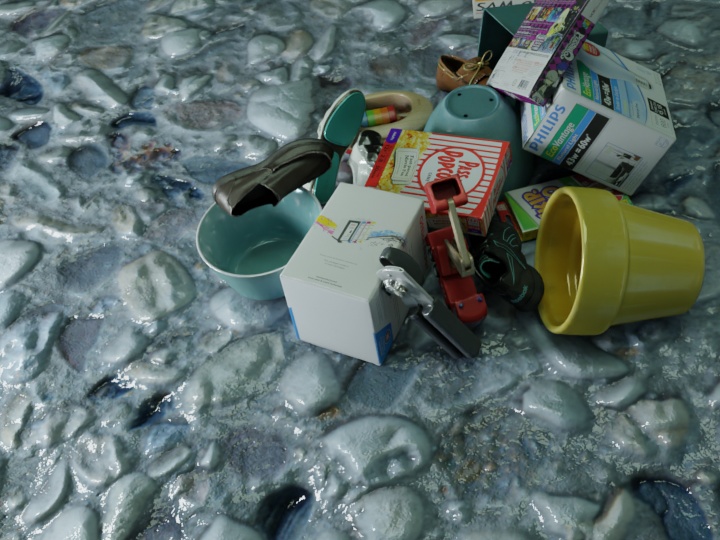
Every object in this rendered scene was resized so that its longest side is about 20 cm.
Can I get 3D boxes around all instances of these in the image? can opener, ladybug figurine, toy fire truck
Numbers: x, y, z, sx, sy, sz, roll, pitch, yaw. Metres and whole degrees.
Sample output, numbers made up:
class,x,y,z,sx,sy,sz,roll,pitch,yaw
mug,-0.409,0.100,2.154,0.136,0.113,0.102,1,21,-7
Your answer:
class,x,y,z,sx,sy,sz,roll,pitch,yaw
can opener,0.096,0.047,1.241,0.052,0.200,0.067,-7,45,48
ladybug figurine,0.032,-0.251,1.600,0.197,0.072,0.137,-8,47,3
toy fire truck,0.134,-0.021,1.276,0.048,0.141,0.203,-17,83,-7

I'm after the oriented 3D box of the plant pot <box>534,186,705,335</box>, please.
class,x,y,z,sx,sy,sz,roll,pitch,yaw
plant pot,0.357,-0.008,1.257,0.186,0.202,0.203,4,47,-8

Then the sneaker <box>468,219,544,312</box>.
class,x,y,z,sx,sy,sz,roll,pitch,yaw
sneaker,0.199,-0.022,1.335,0.079,0.076,0.201,20,24,-30

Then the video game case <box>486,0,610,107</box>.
class,x,y,z,sx,sy,sz,roll,pitch,yaw
video game case,0.283,-0.348,1.409,0.183,0.036,0.200,-59,17,8

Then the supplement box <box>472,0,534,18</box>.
class,x,y,z,sx,sy,sz,roll,pitch,yaw
supplement box,0.288,-0.605,1.867,0.124,0.074,0.202,-2,48,8

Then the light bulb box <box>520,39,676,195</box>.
class,x,y,z,sx,sy,sz,roll,pitch,yaw
light bulb box,0.367,-0.254,1.442,0.198,0.125,0.200,21,41,-11

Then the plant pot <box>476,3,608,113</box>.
class,x,y,z,sx,sy,sz,roll,pitch,yaw
plant pot,0.329,-0.390,1.630,0.198,0.142,0.142,-17,46,-20

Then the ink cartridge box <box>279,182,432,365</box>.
class,x,y,z,sx,sy,sz,roll,pitch,yaw
ink cartridge box,0.000,0.000,1.332,0.143,0.148,0.201,15,52,22

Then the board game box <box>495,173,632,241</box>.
class,x,y,z,sx,sy,sz,roll,pitch,yaw
board game box,0.319,-0.105,1.450,0.197,0.030,0.096,-16,47,-1

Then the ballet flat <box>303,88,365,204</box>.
class,x,y,z,sx,sy,sz,roll,pitch,yaw
ballet flat,-0.053,-0.212,1.531,0.069,0.069,0.202,23,96,28

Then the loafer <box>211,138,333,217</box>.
class,x,y,z,sx,sy,sz,roll,pitch,yaw
loafer,-0.125,-0.131,1.390,0.198,0.073,0.072,-26,53,-2

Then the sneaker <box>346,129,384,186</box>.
class,x,y,z,sx,sy,sz,roll,pitch,yaw
sneaker,0.036,-0.126,1.498,0.073,0.089,0.202,0,55,-37

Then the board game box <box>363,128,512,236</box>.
class,x,y,z,sx,sy,sz,roll,pitch,yaw
board game box,0.116,-0.138,1.394,0.197,0.047,0.153,10,57,22

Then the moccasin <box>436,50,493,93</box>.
class,x,y,z,sx,sy,sz,roll,pitch,yaw
moccasin,0.201,-0.345,1.613,0.073,0.079,0.201,-19,28,-16

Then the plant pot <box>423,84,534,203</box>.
class,x,y,z,sx,sy,sz,roll,pitch,yaw
plant pot,0.186,-0.224,1.506,0.197,0.136,0.202,-6,48,6

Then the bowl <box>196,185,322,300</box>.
class,x,y,z,sx,sy,sz,roll,pitch,yaw
bowl,-0.146,-0.033,1.416,0.198,0.106,0.203,-5,47,5
